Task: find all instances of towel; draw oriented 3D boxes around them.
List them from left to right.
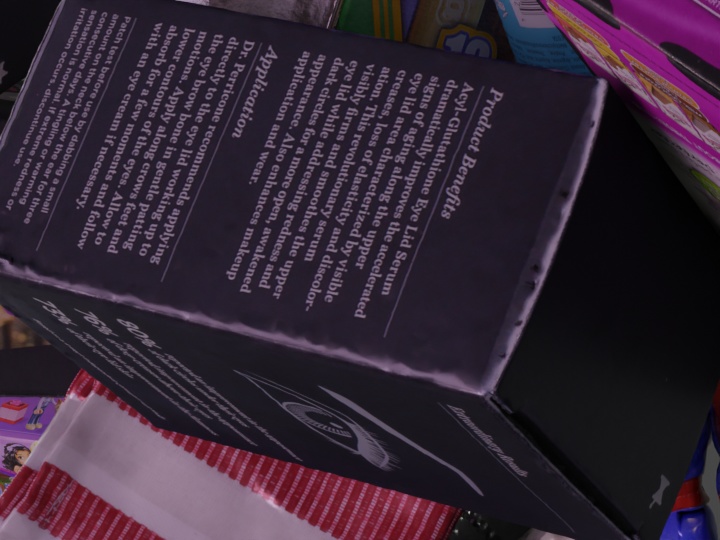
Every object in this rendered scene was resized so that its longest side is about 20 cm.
[{"bbox_3d":[-0.056,0.098,1.015,0.144,0.023,0.200,29,76,15],"label":"towel"}]

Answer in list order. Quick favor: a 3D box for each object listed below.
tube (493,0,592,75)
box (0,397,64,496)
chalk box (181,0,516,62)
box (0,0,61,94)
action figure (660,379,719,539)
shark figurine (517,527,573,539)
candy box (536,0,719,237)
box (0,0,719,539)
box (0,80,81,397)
[{"bbox_3d":[0.084,-0.052,0.975,0.077,0.050,0.200,20,139,51],"label":"tube"},{"bbox_3d":[-0.150,0.090,1.184,0.200,0.039,0.137,6,141,16],"label":"box"},{"bbox_3d":[0.022,-0.158,1.014,0.124,0.124,0.200,24,95,47],"label":"chalk box"},{"bbox_3d":[-0.113,-0.166,1.120,0.141,0.200,0.079,31,149,41],"label":"box"},{"bbox_3d":[0.105,0.096,0.991,0.065,0.052,0.200,-1,96,35],"label":"action figure"},{"bbox_3d":[0.012,0.129,1.082,0.090,0.214,0.128,-91,-14,-61],"label":"shark figurine"},{"bbox_3d":[0.137,-0.036,0.852,0.061,0.200,0.136,-47,51,-4],"label":"candy box"},{"bbox_3d":[0.000,0.000,0.927,0.200,0.148,0.104,13,73,28],"label":"box"},{"bbox_3d":[-0.109,-0.014,1.112,0.122,0.200,0.106,-147,61,-70],"label":"box"}]
